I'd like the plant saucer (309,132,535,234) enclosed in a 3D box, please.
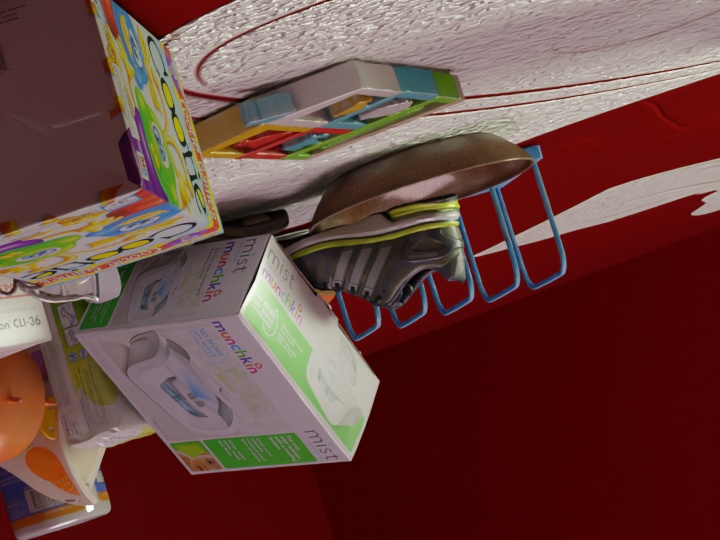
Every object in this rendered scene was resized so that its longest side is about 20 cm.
[{"bbox_3d":[0.048,-0.077,1.762,0.200,0.037,0.200,-16,174,-2],"label":"plant saucer"}]

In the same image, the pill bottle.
[{"bbox_3d":[-0.355,0.188,2.300,0.112,0.200,0.112,-17,174,-2],"label":"pill bottle"}]

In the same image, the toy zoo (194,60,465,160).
[{"bbox_3d":[-0.028,-0.103,1.361,0.131,0.020,0.200,-20,174,25],"label":"toy zoo"}]

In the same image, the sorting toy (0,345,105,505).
[{"bbox_3d":[-0.316,0.113,2.006,0.180,0.200,0.107,-3,150,38],"label":"sorting toy"}]

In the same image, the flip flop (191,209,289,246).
[{"bbox_3d":[-0.117,-0.007,1.824,0.081,0.058,0.200,-14,170,-32],"label":"flip flop"}]

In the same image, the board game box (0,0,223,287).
[{"bbox_3d":[-0.144,-0.060,1.002,0.105,0.103,0.200,-17,174,5],"label":"board game box"}]

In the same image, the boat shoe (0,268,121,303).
[{"bbox_3d":[-0.213,-0.012,1.421,0.086,0.075,0.202,-17,172,-9],"label":"boat shoe"}]

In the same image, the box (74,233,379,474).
[{"bbox_3d":[-0.110,0.074,1.786,0.176,0.200,0.097,-7,-135,32],"label":"box"}]

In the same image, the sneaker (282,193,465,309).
[{"bbox_3d":[0.000,0.000,1.775,0.200,0.081,0.074,-20,174,23],"label":"sneaker"}]

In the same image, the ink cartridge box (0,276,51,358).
[{"bbox_3d":[-0.332,0.046,1.659,0.200,0.068,0.116,-21,173,36],"label":"ink cartridge box"}]

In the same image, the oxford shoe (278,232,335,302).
[{"bbox_3d":[-0.063,-0.012,2.012,0.073,0.071,0.200,-46,164,15],"label":"oxford shoe"}]

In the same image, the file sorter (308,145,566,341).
[{"bbox_3d":[0.074,-0.022,1.942,0.200,0.123,0.139,-15,174,-14],"label":"file sorter"}]

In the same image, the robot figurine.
[{"bbox_3d":[-0.365,0.114,1.851,0.200,0.144,0.117,0,-140,23],"label":"robot figurine"}]

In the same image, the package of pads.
[{"bbox_3d":[-0.205,0.076,1.886,0.068,0.155,0.200,-20,173,32],"label":"package of pads"}]
